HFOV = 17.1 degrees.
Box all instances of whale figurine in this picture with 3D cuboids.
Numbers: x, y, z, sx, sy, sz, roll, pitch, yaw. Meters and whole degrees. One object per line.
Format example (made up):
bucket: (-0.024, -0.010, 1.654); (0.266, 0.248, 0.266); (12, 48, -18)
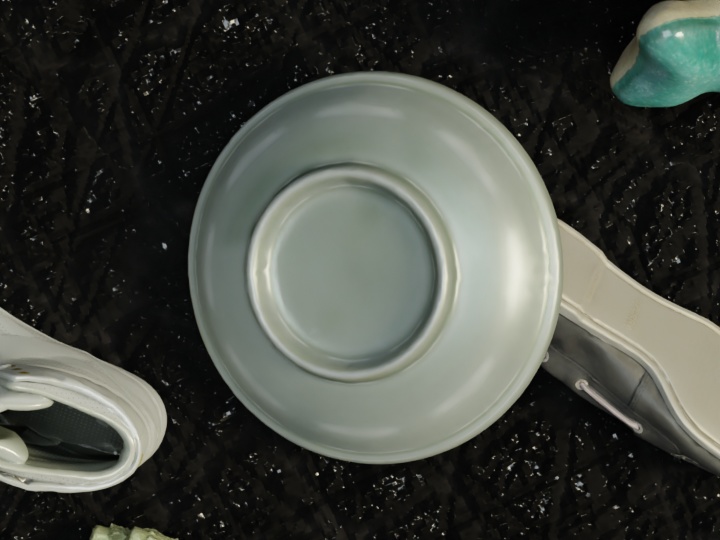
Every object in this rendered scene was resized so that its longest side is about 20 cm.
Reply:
whale figurine: (0.227, -0.114, 1.187); (0.200, 0.159, 0.104); (-19, 73, -18)

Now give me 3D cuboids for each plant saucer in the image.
plant saucer: (0.000, 0.000, 1.201); (0.200, 0.050, 0.200); (1, 94, 17)

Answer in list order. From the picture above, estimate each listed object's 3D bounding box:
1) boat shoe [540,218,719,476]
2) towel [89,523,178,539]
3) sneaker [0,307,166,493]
boat shoe: (0.140, 0.046, 1.249); (0.200, 0.057, 0.067); (40, 54, -8)
towel: (-0.077, 0.231, 1.249); (0.200, 0.036, 0.148); (27, 90, -4)
sneaker: (-0.195, 0.053, 1.192); (0.200, 0.116, 0.074); (18, 94, -1)
